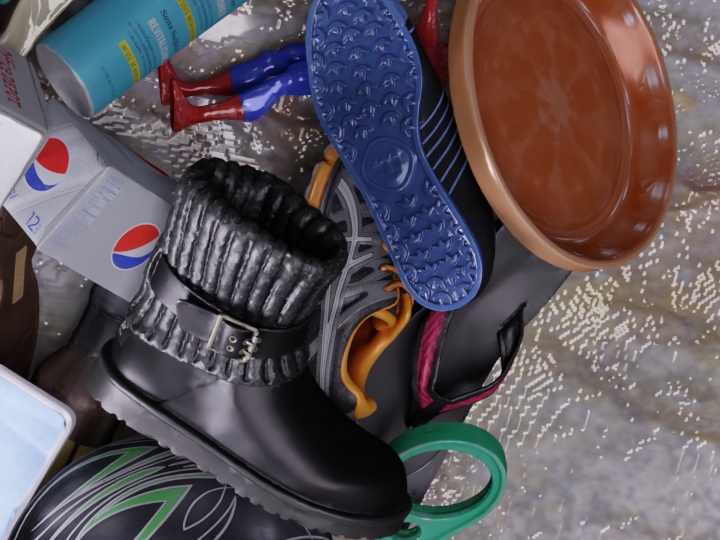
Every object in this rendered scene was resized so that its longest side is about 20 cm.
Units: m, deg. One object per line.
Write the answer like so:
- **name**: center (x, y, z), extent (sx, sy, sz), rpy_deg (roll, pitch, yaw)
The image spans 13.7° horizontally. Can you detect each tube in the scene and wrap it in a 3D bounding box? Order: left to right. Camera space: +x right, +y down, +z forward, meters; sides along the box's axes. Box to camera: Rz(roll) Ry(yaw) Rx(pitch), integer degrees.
- **tube**: center (-0.094, -0.165, 1.702), extent (0.200, 0.050, 0.078), rpy_deg (-40, 147, -19)

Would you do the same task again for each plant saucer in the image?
- **plant saucer**: center (0.116, -0.098, 1.756), extent (0.032, 0.201, 0.201), rpy_deg (-13, 124, 40)

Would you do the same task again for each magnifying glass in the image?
- **magnifying glass**: center (0.024, 0.161, 1.824), extent (0.079, 0.022, 0.200), rpy_deg (16, 134, -20)

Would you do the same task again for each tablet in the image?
- **tablet**: center (-0.275, 0.079, 1.742), extent (0.199, 0.014, 0.131), rpy_deg (32, 115, 0)

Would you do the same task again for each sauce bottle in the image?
- **sauce bottle**: center (-0.179, 0.098, 1.798), extent (0.064, 0.065, 0.201), rpy_deg (23, 103, -21)

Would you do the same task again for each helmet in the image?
- **helmet**: center (-0.112, 0.188, 1.738), extent (0.199, 0.200, 0.191), rpy_deg (27, 104, -22)

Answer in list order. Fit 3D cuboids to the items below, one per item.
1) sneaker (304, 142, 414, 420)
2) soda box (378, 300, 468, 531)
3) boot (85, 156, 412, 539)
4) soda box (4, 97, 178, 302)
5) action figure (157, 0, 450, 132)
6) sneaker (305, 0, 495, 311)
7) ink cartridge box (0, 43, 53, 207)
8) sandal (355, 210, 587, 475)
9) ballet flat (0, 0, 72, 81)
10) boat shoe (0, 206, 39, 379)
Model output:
- **sneaker**: center (0.000, 0.000, 1.768), extent (0.078, 0.077, 0.201), rpy_deg (37, 70, -63)
- **soda box**: center (0.032, 0.061, 1.840), extent (0.070, 0.063, 0.201), rpy_deg (22, 103, -22)
- **boot**: center (-0.036, 0.046, 1.670), extent (0.210, 0.080, 0.158), rpy_deg (28, 114, -9)
- **soda box**: center (-0.127, -0.023, 1.714), extent (0.063, 0.068, 0.200), rpy_deg (-47, 145, 6)
- **action figure**: center (-0.017, -0.143, 1.746), extent (0.198, 0.065, 0.100), rpy_deg (-7, 121, -12)
- **sneaker**: center (0.024, -0.075, 1.715), extent (0.070, 0.078, 0.201), rpy_deg (-17, 96, 13)
- **ink cartridge box**: center (-0.272, -0.106, 1.580), extent (0.199, 0.145, 0.084), rpy_deg (29, 102, -20)
- **sandal**: center (0.065, 0.040, 1.780), extent (0.075, 0.045, 0.200), rpy_deg (34, 99, -25)
- **ballet flat**: center (-0.193, -0.134, 1.704), extent (0.069, 0.070, 0.200), rpy_deg (36, 99, -24)
- **boat shoe**: center (-0.233, 0.011, 1.757), extent (0.074, 0.075, 0.203), rpy_deg (25, 121, 21)
